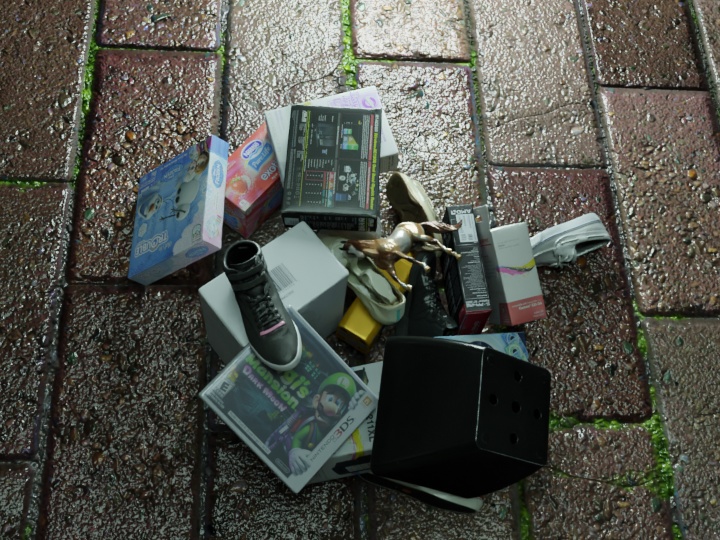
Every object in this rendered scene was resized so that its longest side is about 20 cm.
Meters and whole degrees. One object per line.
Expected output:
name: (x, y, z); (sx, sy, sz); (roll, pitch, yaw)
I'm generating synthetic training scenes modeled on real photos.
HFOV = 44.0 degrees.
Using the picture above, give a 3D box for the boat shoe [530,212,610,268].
boat shoe: (0.357, -0.040, 1.579); (0.199, 0.074, 0.066); (-25, 64, -16)

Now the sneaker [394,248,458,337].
sneaker: (0.121, 0.072, 1.472); (0.104, 0.060, 0.201); (19, 97, 28)

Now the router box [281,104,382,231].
router box: (-0.043, -0.164, 1.420); (0.149, 0.062, 0.201); (3, 67, 1)

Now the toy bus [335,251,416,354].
toy bus: (0.035, 0.043, 1.500); (0.065, 0.078, 0.200); (30, 64, 9)

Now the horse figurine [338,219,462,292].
horse figurine: (0.077, -0.037, 1.426); (0.132, 0.050, 0.200); (31, 44, 30)

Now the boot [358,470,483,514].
boot: (0.111, 0.286, 1.395); (0.199, 0.073, 0.145); (21, 62, 8)

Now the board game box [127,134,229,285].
board game box: (-0.303, -0.099, 1.483); (0.043, 0.199, 0.200); (25, 53, -42)

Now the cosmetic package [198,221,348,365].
cosmetic package: (-0.135, 0.060, 1.405); (0.199, 0.200, 0.123); (-34, 69, -20)

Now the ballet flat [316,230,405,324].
ballet flat: (0.000, 0.000, 1.433); (0.069, 0.070, 0.200); (-39, 76, -22)

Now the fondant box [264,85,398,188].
fondant box: (-0.050, -0.220, 1.511); (0.199, 0.058, 0.145); (-14, 65, -8)

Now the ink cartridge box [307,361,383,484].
ink cartridge box: (-0.020, 0.230, 1.362); (0.199, 0.083, 0.146); (-13, 54, 5)

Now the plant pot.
plant pot: (0.153, 0.198, 1.243); (0.199, 0.177, 0.201); (21, 65, -31)

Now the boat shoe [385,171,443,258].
boat shoe: (0.108, -0.094, 1.568); (0.065, 0.072, 0.201); (10, 40, -35)

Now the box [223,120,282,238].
box: (-0.172, -0.170, 1.572); (0.094, 0.103, 0.200); (35, 67, 13)

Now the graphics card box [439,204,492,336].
graphics card box: (0.173, 0.005, 1.508); (0.051, 0.126, 0.201); (-6, 64, -6)

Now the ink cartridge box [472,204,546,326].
ink cartridge box: (0.242, -0.014, 1.490); (0.067, 0.116, 0.201); (-13, 91, -9)

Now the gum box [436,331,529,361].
gum box: (0.185, 0.189, 1.412); (0.199, 0.045, 0.171); (-2, 74, -28)

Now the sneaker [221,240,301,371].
sneaker: (-0.142, 0.043, 1.226); (0.070, 0.099, 0.201); (-24, 56, -5)

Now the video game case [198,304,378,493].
video game case: (-0.098, 0.182, 1.272); (0.200, 0.023, 0.182); (47, 73, -9)

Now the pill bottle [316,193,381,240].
pill bottle: (-0.021, -0.135, 1.563); (0.112, 0.113, 0.201); (2, 64, -5)
